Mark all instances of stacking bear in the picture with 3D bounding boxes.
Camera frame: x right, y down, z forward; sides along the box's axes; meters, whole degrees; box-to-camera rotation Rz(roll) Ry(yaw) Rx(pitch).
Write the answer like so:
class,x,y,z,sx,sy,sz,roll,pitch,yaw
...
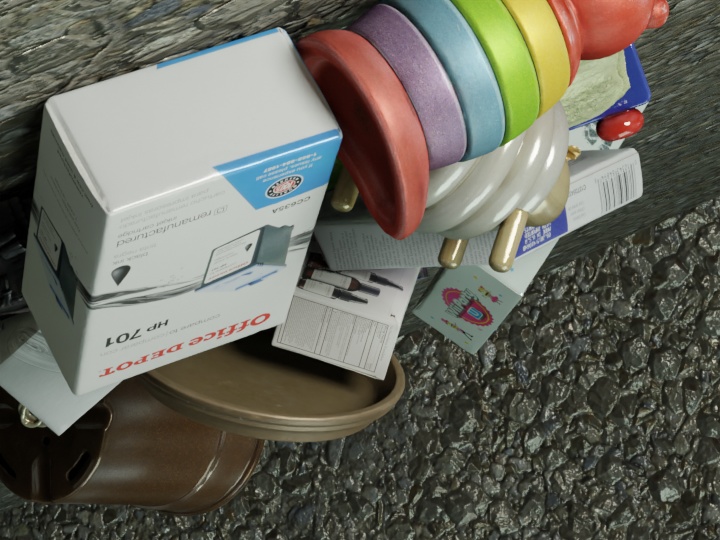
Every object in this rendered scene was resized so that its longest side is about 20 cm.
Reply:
class,x,y,z,sx,sy,sz,roll,pitch,yaw
stacking bear,0.075,-0.126,1.316,0.200,0.122,0.114,-30,163,-16

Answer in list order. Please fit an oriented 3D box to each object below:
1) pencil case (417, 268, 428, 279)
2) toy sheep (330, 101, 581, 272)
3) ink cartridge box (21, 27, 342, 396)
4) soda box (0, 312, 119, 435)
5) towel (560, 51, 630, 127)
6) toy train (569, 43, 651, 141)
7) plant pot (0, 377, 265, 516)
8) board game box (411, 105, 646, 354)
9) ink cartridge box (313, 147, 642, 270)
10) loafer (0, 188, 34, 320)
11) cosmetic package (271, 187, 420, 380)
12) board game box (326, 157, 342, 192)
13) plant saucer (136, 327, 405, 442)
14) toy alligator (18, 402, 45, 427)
class,x,y,z,sx,sy,sz,roll,pitch,yaw
pencil case,0.043,-0.049,1.937,0.088,0.089,0.200,-21,171,-13
toy sheep,0.051,-0.081,1.421,0.200,0.138,0.138,29,139,-36
ink cartridge box,-0.105,-0.030,1.331,0.146,0.086,0.200,-20,153,-23
soda box,-0.148,0.011,1.516,0.200,0.068,0.063,-40,-155,10
towel,0.076,-0.113,1.535,0.200,0.037,0.148,-22,153,8
toy train,0.102,-0.117,1.658,0.199,0.085,0.116,-19,-169,9
plant pot,-0.217,0.124,2.083,0.200,0.201,0.198,-26,165,31
board game box,0.130,-0.049,1.828,0.200,0.064,0.148,-55,179,-23
ink cartridge box,0.066,-0.043,1.647,0.200,0.043,0.196,-2,-166,36
loafer,-0.230,-0.001,1.474,0.063,0.072,0.200,-13,173,-34
cosmetic package,0.000,0.000,1.666,0.200,0.082,0.051,-70,179,-63
board game box,-0.080,-0.025,1.701,0.095,0.030,0.200,-26,161,-52
plant saucer,-0.069,0.066,1.601,0.199,0.030,0.200,11,-160,-4
toy alligator,-0.189,0.016,1.593,0.054,0.059,0.200,-75,-171,-61
